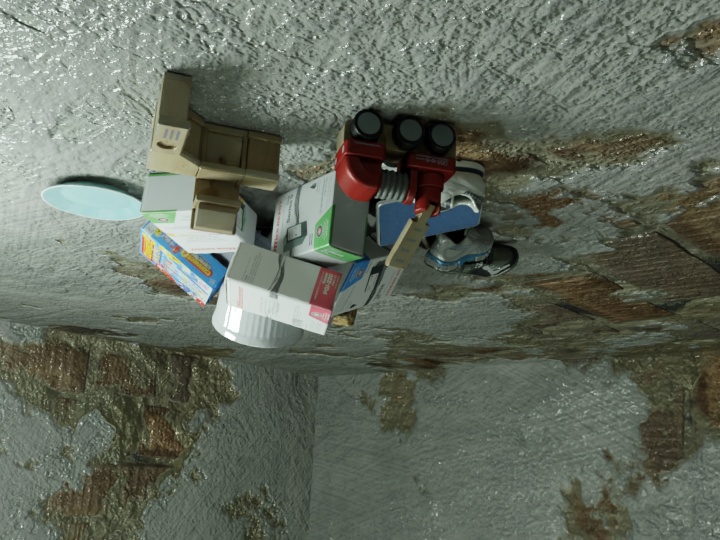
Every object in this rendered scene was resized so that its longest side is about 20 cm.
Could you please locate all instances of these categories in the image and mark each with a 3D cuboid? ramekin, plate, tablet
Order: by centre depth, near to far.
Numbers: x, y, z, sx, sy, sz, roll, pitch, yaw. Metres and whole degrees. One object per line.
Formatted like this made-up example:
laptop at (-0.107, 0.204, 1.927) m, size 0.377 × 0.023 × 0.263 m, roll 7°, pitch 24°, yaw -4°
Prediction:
tablet at (0.126, -0.104, 1.391) m, size 0.200 × 0.014 × 0.130 m, roll -12°, pitch 147°, yaw -6°
plate at (-0.525, -0.142, 1.515) m, size 0.200 × 0.026 × 0.200 m, roll 3°, pitch 166°, yaw 1°
ramekin at (-0.214, 0.076, 1.644) m, size 0.200 × 0.098 × 0.200 m, roll 10°, pitch -159°, yaw -4°

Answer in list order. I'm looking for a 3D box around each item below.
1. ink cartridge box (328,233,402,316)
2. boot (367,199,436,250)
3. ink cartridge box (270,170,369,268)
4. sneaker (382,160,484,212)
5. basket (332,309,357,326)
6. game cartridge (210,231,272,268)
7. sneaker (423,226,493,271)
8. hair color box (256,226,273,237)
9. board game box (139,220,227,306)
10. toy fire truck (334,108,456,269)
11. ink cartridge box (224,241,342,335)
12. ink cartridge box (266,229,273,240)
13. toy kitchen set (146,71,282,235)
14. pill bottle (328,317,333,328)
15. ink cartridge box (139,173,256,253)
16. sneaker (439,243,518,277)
ink cartridge box at (0.000, 0.000, 1.576) m, size 0.200 × 0.084 × 0.145 m, roll -15°, pitch 140°, yaw -49°
boot at (0.055, -0.091, 1.495) m, size 0.150 × 0.073 × 0.200 m, roll -6°, pitch 159°, yaw 25°
ink cartridge box at (-0.078, -0.083, 1.409) m, size 0.084 × 0.146 × 0.200 m, roll 17°, pitch 160°, yaw -35°
sneaker at (0.109, -0.141, 1.286) m, size 0.200 × 0.081 × 0.076 m, roll 2°, pitch 167°, yaw 9°
basket at (-0.106, 0.055, 1.931) m, size 0.200 × 0.143 × 0.149 m, roll 7°, pitch 168°, yaw 6°
game cartridge at (-0.254, -0.042, 1.603) m, size 0.200 × 0.041 × 0.133 m, roll 23°, pitch 144°, yaw 24°
sneaker at (0.210, -0.064, 1.515) m, size 0.075 × 0.087 × 0.200 m, roll 35°, pitch -143°, yaw 26°
hair color box at (-0.219, -0.043, 1.754) m, size 0.100 × 0.061 × 0.200 m, roll 1°, pitch 165°, yaw 13°
board game box at (-0.393, -0.021, 1.689) m, size 0.196 × 0.056 × 0.200 m, roll 40°, pitch 159°, yaw -3°
toy fire truck at (0.047, -0.117, 1.154) m, size 0.176 × 0.200 × 0.129 m, roll 7°, pitch 164°, yaw -14°
ink cartridge box at (-0.145, 0.036, 1.420) m, size 0.200 × 0.085 × 0.146 m, roll 16°, pitch 156°, yaw -2°
ink cartridge box at (-0.106, -0.018, 1.658) m, size 0.145 × 0.088 × 0.200 m, roll 38°, pitch 177°, yaw 24°
toy kitchen set at (-0.207, -0.158, 1.124) m, size 0.200 × 0.163 × 0.180 m, roll 8°, pitch 164°, yaw -18°
pill bottle at (-0.162, 0.070, 1.799) m, size 0.200 × 0.113 × 0.112 m, roll 13°, pitch 167°, yaw 11°
ink cartridge box at (-0.303, -0.107, 1.460) m, size 0.145 × 0.084 × 0.200 m, roll -1°, pitch 159°, yaw 15°
sneaker at (0.243, -0.029, 1.684) m, size 0.199 × 0.076 × 0.114 m, roll 2°, pitch 172°, yaw 24°
